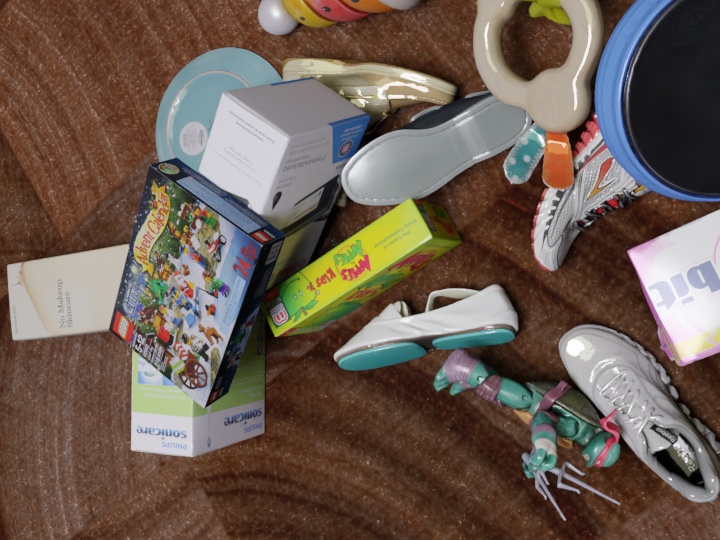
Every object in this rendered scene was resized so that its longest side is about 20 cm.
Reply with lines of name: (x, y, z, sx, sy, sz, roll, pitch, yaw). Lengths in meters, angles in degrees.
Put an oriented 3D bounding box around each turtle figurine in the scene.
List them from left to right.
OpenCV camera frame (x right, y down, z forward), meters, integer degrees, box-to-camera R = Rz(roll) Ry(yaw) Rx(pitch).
turtle figurine: (0.170, 0.149, 0.760, 0.200, 0.150, 0.101, 34, 74, 27)

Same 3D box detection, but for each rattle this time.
rattle: (0.188, -0.183, 0.763, 0.130, 0.143, 0.200, -16, 94, 23)

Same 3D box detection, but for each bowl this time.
bowl: (0.298, -0.152, 0.659, 0.200, 0.039, 0.201, -1, 111, -3)

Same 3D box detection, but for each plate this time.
plate: (-0.173, -0.172, 0.967, 0.200, 0.026, 0.201, 0, 90, 23)

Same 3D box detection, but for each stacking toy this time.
stacking toy: (-0.038, -0.312, 0.873, 0.200, 0.146, 0.146, -23, 80, 41)

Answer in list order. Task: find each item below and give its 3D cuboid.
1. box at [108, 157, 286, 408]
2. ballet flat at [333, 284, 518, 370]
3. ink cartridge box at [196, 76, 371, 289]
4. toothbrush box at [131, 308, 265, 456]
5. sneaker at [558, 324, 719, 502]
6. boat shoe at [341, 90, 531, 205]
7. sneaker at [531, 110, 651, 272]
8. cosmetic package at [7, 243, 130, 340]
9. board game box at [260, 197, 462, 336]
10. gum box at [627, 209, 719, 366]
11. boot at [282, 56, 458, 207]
box: (-0.161, 0.015, 0.757, 0.136, 0.038, 0.200, 34, 122, 17)
ballet flat: (0.066, 0.058, 0.843, 0.200, 0.069, 0.070, -14, 84, 19)
ink cartridge box: (-0.090, -0.077, 0.791, 0.084, 0.145, 0.200, 36, 123, 17)
toothbrush box: (-0.178, 0.094, 0.899, 0.086, 0.146, 0.201, -1, 89, 24)
sneaker: (0.262, 0.129, 0.740, 0.075, 0.081, 0.200, -48, 70, 18)
boat shoe: (0.074, -0.124, 0.809, 0.200, 0.060, 0.076, -19, 110, -1)
sneaker: (0.230, -0.083, 0.758, 0.082, 0.078, 0.200, 35, 103, 19)
cosmetic package: (-0.345, 0.029, 1.015, 0.200, 0.073, 0.104, -9, 86, 23)
board game box: (0.000, 0.000, 0.845, 0.200, 0.102, 0.048, -33, 76, 20)
gum box: (0.347, -0.003, 0.709, 0.200, 0.066, 0.114, -26, 78, 21)
boot: (0.000, -0.145, 0.865, 0.200, 0.073, 0.156, 9, 97, 17)
